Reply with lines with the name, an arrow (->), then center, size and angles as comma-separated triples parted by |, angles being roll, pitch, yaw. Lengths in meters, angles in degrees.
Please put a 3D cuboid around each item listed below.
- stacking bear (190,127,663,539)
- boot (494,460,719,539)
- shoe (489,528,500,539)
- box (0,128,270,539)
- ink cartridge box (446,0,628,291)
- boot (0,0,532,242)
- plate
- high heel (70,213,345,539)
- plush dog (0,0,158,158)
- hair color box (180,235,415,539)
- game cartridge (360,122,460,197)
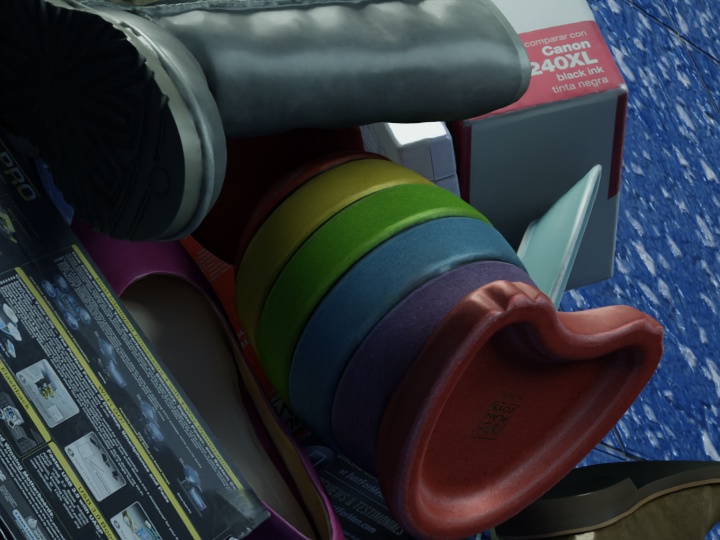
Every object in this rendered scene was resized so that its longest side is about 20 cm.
stacking bear -> 0.000, 0.000, 1.049 | 0.121, 0.114, 0.200 | 12, 28, -50
boot -> 0.118, 0.123, 1.188 | 0.200, 0.073, 0.076 | -10, 91, -59
shoe -> 0.133, 0.186, 1.268 | 0.200, 0.053, 0.070 | 57, 23, -11
box -> -0.126, 0.030, 0.884 | 0.200, 0.049, 0.161 | 55, 23, 1
ink cartridge box -> 0.056, -0.105, 1.309 | 0.145, 0.083, 0.200 | 87, -14, -53
boot -> -0.024, -0.065, 0.983 | 0.199, 0.073, 0.182 | 4, 27, -33
plate -> 0.066, 0.045, 1.203 | 0.025, 0.201, 0.200 | 18, 23, 5
high heel -> -0.059, 0.040, 1.017 | 0.067, 0.096, 0.201 | -5, 65, -25
plush dog -> -0.081, -0.147, 1.144 | 0.160, 0.172, 0.200 | 24, 37, -53
hair color box -> -0.027, 0.020, 1.169 | 0.101, 0.061, 0.200 | 35, 28, -43
game cartridge -> 0.014, -0.057, 1.268 | 0.200, 0.038, 0.130 | -115, -163, -55
